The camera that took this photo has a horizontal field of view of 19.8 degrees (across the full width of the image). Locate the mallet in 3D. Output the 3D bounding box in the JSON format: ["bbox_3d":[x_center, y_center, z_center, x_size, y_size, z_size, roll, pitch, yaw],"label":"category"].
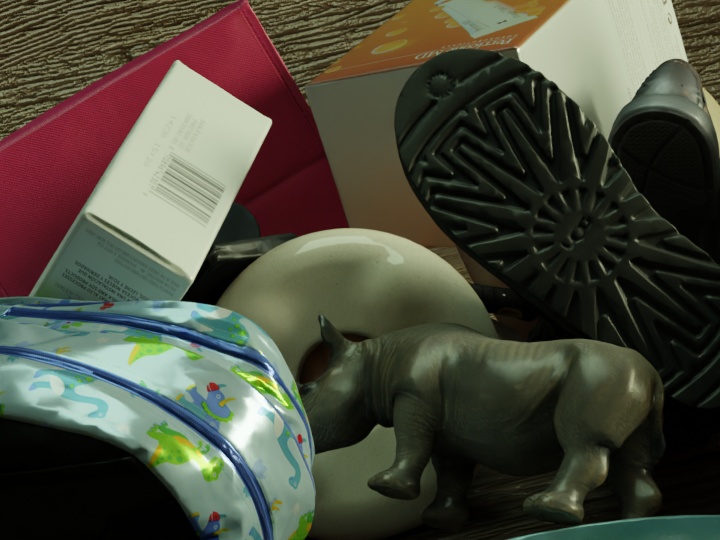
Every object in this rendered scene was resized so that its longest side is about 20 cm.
[{"bbox_3d":[0.000,0.000,1.072,0.199,0.041,0.066,4,-31,-8],"label":"mallet"}]

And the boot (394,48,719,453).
[{"bbox_3d":[0.095,0.000,0.959,0.079,0.211,0.158,-42,-7,-6],"label":"boot"}]

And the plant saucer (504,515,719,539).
[{"bbox_3d":[0.078,0.127,0.719,0.200,0.027,0.200,-11,6,1],"label":"plant saucer"}]

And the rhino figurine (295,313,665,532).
[{"bbox_3d":[0.038,0.063,0.883,0.200,0.088,0.060,6,-25,29],"label":"rhino figurine"}]

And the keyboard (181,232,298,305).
[{"bbox_3d":[-0.099,0.052,1.040,0.104,0.040,0.200,-3,-44,-52],"label":"keyboard"}]

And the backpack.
[{"bbox_3d":[-0.116,0.083,0.838,0.200,0.163,0.154,5,33,47],"label":"backpack"}]

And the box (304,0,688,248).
[{"bbox_3d":[0.078,-0.097,1.088,0.124,0.098,0.200,-7,22,30],"label":"box"}]

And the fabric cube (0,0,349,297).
[{"bbox_3d":[-0.113,-0.016,1.189,0.199,0.200,0.196,-32,7,-9],"label":"fabric cube"}]

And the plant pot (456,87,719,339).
[{"bbox_3d":[0.144,-0.011,1.194,0.187,0.188,0.200,-10,21,6],"label":"plant pot"}]

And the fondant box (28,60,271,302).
[{"bbox_3d":[-0.126,0.018,0.966,0.200,0.058,0.144,-52,9,34],"label":"fondant box"}]

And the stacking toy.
[{"bbox_3d":[-0.002,0.063,1.042,0.146,0.147,0.200,-11,-8,1],"label":"stacking toy"}]

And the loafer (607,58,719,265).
[{"bbox_3d":[0.155,-0.013,1.040,0.072,0.200,0.063,8,40,13],"label":"loafer"}]

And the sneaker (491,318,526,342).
[{"bbox_3d":[0.056,0.046,1.186,0.082,0.075,0.200,-15,8,-23],"label":"sneaker"}]
